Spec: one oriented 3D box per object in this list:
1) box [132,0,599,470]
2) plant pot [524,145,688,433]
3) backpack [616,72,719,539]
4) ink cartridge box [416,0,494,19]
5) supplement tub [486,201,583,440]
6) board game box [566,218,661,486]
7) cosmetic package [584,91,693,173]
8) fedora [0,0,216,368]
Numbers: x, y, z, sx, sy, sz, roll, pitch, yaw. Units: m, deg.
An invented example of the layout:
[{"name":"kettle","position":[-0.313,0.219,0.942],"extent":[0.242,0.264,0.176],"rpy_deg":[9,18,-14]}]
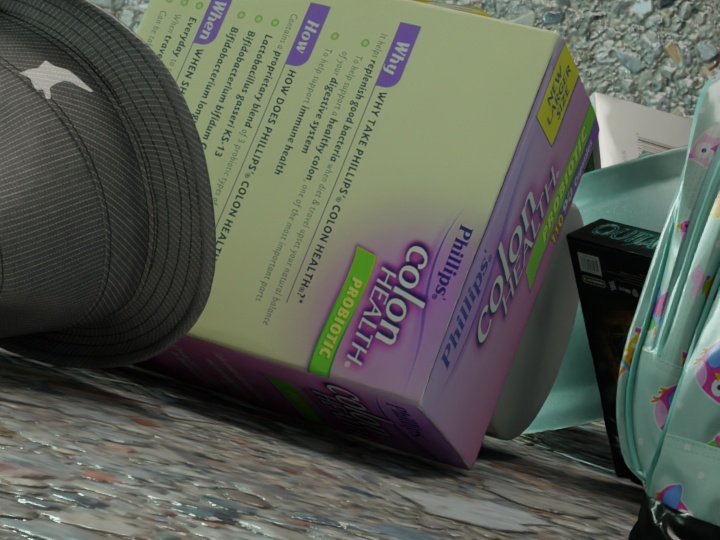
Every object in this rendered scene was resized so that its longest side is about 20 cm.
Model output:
[{"name":"box","position":[-0.019,-0.030,0.917],"extent":[0.199,0.176,0.097],"rpy_deg":[15,-17,23]},{"name":"plant pot","position":[0.170,0.003,1.153],"extent":[0.199,0.135,0.200],"rpy_deg":[-14,-2,-1]},{"name":"backpack","position":[0.168,0.023,0.721],"extent":[0.126,0.201,0.167],"rpy_deg":[16,3,26]},{"name":"ink cartridge box","position":[-0.001,-0.122,1.127],"extent":[0.197,0.047,0.200],"rpy_deg":[7,14,-15]},{"name":"supplement tub","position":[0.000,0.000,1.033],"extent":[0.199,0.141,0.140],"rpy_deg":[15,2,22]},{"name":"board game box","position":[0.177,0.057,0.940],"extent":[0.028,0.136,0.200],"rpy_deg":[-24,22,-26]},{"name":"cosmetic package","position":[0.151,-0.005,1.334],"extent":[0.085,0.200,0.108],"rpy_deg":[14,45,-16]},{"name":"fedora","position":[-0.162,-0.029,0.820],"extent":[0.199,0.178,0.090],"rpy_deg":[19,33,33]}]
